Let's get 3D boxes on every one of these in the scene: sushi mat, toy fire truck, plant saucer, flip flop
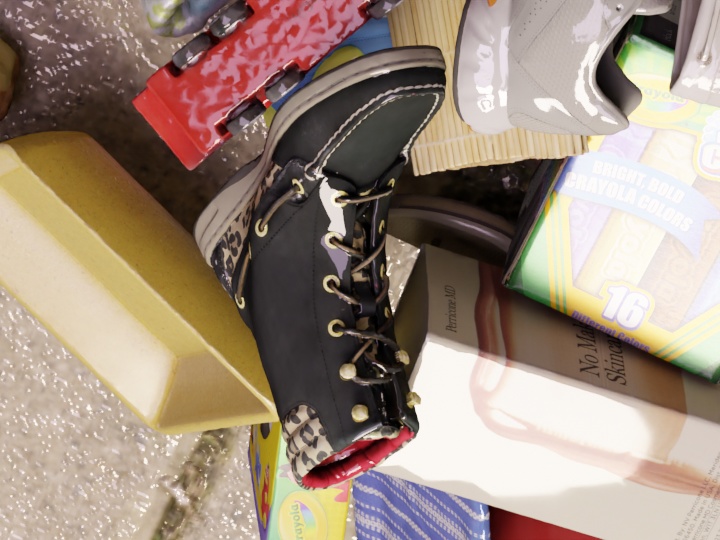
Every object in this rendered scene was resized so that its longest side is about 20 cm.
[{"bbox_3d":[0.051,-0.147,1.294,0.096,0.012,0.200,-4,102,31],"label":"sushi mat"},{"bbox_3d":[-0.038,-0.114,1.305,0.200,0.141,0.049,-38,95,22],"label":"toy fire truck"},{"bbox_3d":[-0.131,0.001,1.442,0.200,0.048,0.200,45,159,-13],"label":"plant saucer"},{"bbox_3d":[0.083,0.028,1.437,0.200,0.058,0.081,42,161,-16],"label":"flip flop"}]

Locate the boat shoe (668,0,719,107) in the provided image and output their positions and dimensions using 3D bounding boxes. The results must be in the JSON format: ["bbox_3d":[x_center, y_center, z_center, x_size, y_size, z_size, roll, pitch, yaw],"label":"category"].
[{"bbox_3d":[0.168,-0.173,1.240,0.070,0.071,0.200,3,89,-3],"label":"boat shoe"}]

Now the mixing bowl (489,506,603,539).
[{"bbox_3d":[0.143,0.198,1.486,0.200,0.108,0.200,6,125,9],"label":"mixing bowl"}]

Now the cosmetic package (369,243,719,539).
[{"bbox_3d":[0.111,0.070,1.368,0.200,0.103,0.087,16,118,-10],"label":"cosmetic package"}]

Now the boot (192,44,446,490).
[{"bbox_3d":[0.001,0.000,1.274,0.204,0.073,0.154,-44,59,50],"label":"boot"}]

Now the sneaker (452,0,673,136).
[{"bbox_3d":[0.100,-0.154,1.222,0.092,0.076,0.200,11,113,19],"label":"sneaker"}]

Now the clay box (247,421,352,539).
[{"bbox_3d":[-0.027,0.045,1.448,0.048,0.115,0.200,2,119,-8],"label":"clay box"}]

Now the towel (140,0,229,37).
[{"bbox_3d":[-0.045,-0.230,1.285,0.200,0.171,0.048,-37,137,26],"label":"towel"}]

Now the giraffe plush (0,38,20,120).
[{"bbox_3d":[-0.290,-0.117,1.394,0.172,0.162,0.200,-24,110,22],"label":"giraffe plush"}]

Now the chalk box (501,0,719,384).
[{"bbox_3d":[0.172,-0.071,1.344,0.124,0.124,0.200,26,120,-2],"label":"chalk box"}]

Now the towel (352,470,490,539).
[{"bbox_3d":[0.031,0.156,1.493,0.024,0.145,0.200,-16,119,-24],"label":"towel"}]

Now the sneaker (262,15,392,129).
[{"bbox_3d":[0.013,-0.137,1.371,0.200,0.076,0.105,-34,105,26],"label":"sneaker"}]
